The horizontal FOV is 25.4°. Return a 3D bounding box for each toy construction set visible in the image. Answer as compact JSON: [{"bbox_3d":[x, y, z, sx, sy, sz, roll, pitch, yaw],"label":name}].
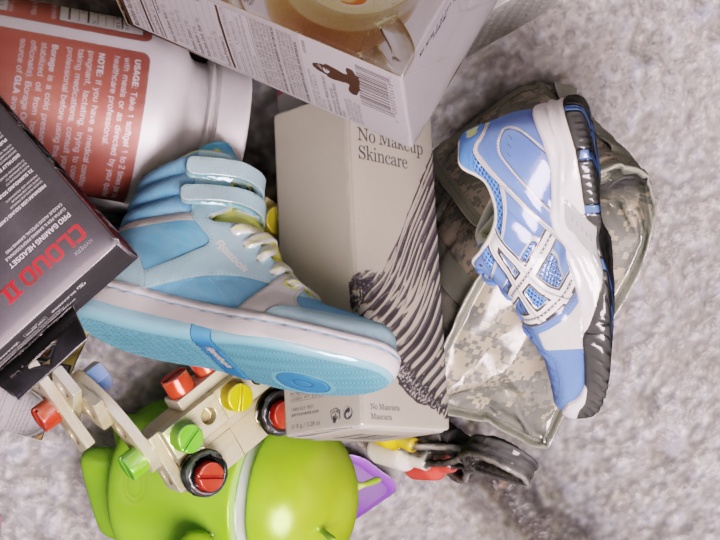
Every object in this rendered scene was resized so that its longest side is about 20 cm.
[{"bbox_3d":[-0.104,0.058,0.986,0.199,0.092,0.132,-32,109,-11],"label":"toy construction set"}]

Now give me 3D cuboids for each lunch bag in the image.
[{"bbox_3d":[0.099,-0.016,1.034,0.116,0.164,0.202,20,108,-20],"label":"lunch bag"}]

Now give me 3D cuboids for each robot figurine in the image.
[{"bbox_3d":[-0.089,0.149,1.073,0.198,0.176,0.117,3,117,26],"label":"robot figurine"}]

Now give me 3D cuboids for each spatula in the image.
[{"bbox_3d":[-0.058,0.209,1.181,0.056,0.021,0.200,38,102,-23],"label":"spatula"}]

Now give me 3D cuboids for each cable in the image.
[{"bbox_3d":[0.063,0.134,1.087,0.097,0.199,0.051,42,79,-26],"label":"cable"}]

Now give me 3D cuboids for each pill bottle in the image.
[{"bbox_3d":[-0.171,-0.102,0.981,0.197,0.112,0.113,9,111,-13],"label":"pill bottle"}]

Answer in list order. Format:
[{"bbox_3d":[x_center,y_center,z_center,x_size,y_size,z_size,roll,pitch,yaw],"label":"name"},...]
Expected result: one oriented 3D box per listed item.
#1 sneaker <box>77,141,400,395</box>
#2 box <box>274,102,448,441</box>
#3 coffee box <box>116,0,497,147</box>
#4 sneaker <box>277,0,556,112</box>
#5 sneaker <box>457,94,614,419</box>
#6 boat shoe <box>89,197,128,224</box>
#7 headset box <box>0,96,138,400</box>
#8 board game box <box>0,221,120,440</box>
[{"bbox_3d":[-0.059,-0.008,0.912,0.198,0.132,0.080,12,158,17],"label":"sneaker"},{"bbox_3d":[0.000,0.000,0.965,0.082,0.068,0.203,6,76,-45],"label":"box"},{"bbox_3d":[-0.033,-0.170,0.912,0.198,0.080,0.115,26,70,17],"label":"coffee box"},{"bbox_3d":[0.022,-0.175,1.004,0.199,0.075,0.106,-27,80,25],"label":"sneaker"},{"bbox_3d":[0.106,-0.005,0.918,0.076,0.076,0.202,-6,116,12],"label":"sneaker"},{"bbox_3d":[-0.134,-0.009,1.041,0.198,0.074,0.067,13,129,-14],"label":"boat shoe"},{"bbox_3d":[-0.229,-0.021,0.861,0.149,0.077,0.200,-41,85,-3],"label":"headset box"},{"bbox_3d":[-0.241,0.026,1.017,0.134,0.035,0.201,17,137,-16],"label":"board game box"}]
